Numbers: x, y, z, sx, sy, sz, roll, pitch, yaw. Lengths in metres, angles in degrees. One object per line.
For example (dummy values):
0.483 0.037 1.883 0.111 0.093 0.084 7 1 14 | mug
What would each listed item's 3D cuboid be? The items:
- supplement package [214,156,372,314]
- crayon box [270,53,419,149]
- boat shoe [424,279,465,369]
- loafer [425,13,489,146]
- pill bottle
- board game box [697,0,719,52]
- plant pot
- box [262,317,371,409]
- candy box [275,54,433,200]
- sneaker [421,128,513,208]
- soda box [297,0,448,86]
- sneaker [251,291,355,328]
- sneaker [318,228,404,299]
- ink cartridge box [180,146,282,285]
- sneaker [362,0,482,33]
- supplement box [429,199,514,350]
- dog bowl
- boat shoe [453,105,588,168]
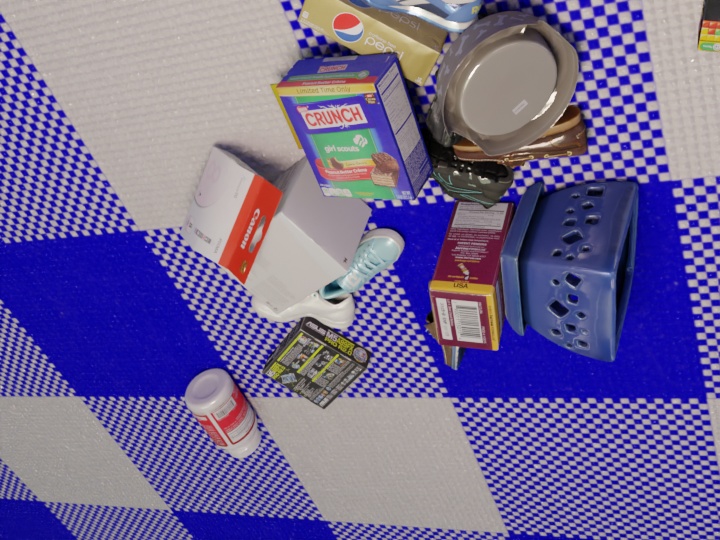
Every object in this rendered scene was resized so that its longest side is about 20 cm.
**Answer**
-0.112 -0.059 1.587 0.151 0.152 0.199 41 136 -20 | supplement package
-0.023 -0.254 1.419 0.196 0.051 0.128 -2 134 24 | crayon box
0.155 0.090 1.701 0.071 0.073 0.203 10 128 19 | boat shoe
0.134 -0.269 1.323 0.070 0.068 0.203 40 136 26 | loafer
-0.298 0.322 2.098 0.110 0.113 0.202 -4 133 26 | pill bottle
0.508 -0.335 1.104 0.196 0.057 0.167 7 138 16 | board game box
0.315 -0.009 1.430 0.176 0.202 0.202 9 139 22 | plant pot
-0.091 0.188 1.921 0.159 0.045 0.200 31 138 -10 | box
-0.005 -0.202 1.355 0.166 0.078 0.202 5 135 33 | candy box
0.132 -0.150 1.446 0.197 0.076 0.080 22 141 0 | sneaker
0.019 -0.338 1.299 0.197 0.068 0.064 26 138 -5 | soda box
-0.106 0.048 1.759 0.195 0.076 0.089 7 142 1 | sneaker
0.000 0.000 1.653 0.074 0.083 0.199 37 137 -19 | sneaker
-0.214 -0.092 1.528 0.056 0.200 0.165 17 102 -33 | ink cartridge box
0.068 -0.376 1.214 0.196 0.075 0.083 14 140 -5 | sneaker
0.182 0.004 1.490 0.101 0.202 0.132 4 137 19 | supplement box
0.190 -0.252 1.261 0.196 0.059 0.202 -13 137 -13 | dog bowl
0.230 -0.181 1.372 0.196 0.071 0.071 -5 129 27 | boat shoe
